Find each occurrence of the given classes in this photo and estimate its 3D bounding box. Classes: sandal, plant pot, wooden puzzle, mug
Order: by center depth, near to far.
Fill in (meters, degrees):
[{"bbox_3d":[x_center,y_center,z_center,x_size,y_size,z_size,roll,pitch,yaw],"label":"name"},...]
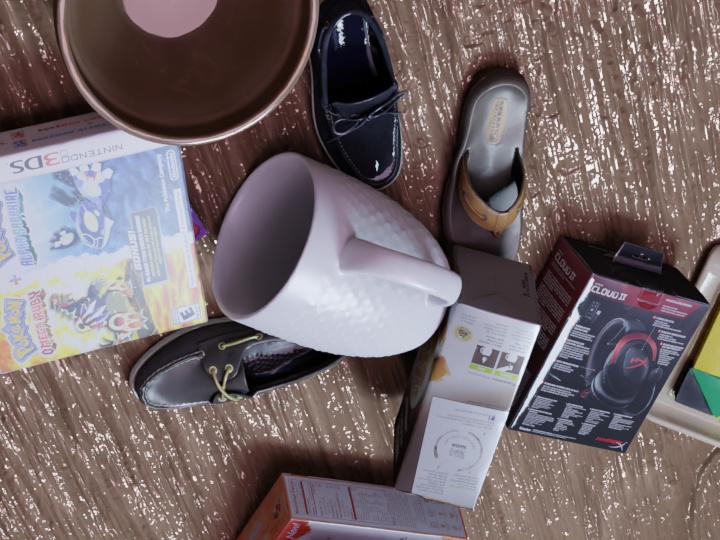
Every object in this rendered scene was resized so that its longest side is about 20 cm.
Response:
[{"bbox_3d":[-0.138,-0.204,1.220,0.199,0.093,0.203,-8,115,-17],"label":"plant pot"},{"bbox_3d":[0.000,0.000,1.347,0.174,0.199,0.149,22,80,-33],"label":"mug"},{"bbox_3d":[0.121,-0.080,1.430,0.081,0.055,0.202,-4,122,-19],"label":"sandal"},{"bbox_3d":[0.400,0.094,1.613,0.183,0.037,0.202,21,113,1],"label":"wooden puzzle"}]

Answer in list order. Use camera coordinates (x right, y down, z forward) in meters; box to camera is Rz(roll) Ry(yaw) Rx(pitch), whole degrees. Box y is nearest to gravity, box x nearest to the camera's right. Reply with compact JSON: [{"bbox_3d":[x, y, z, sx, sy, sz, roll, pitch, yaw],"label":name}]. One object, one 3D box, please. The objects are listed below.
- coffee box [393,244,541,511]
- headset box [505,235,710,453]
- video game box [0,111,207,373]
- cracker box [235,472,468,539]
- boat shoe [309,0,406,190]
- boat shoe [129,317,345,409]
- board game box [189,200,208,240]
[{"bbox_3d":[0.092,0.097,1.447,0.079,0.115,0.202,14,116,-5],"label":"coffee box"},{"bbox_3d":[0.230,0.065,1.551,0.147,0.075,0.201,13,115,-28],"label":"headset box"},{"bbox_3d":[-0.225,-0.027,1.300,0.180,0.047,0.202,-13,124,-10],"label":"video game box"},{"bbox_3d":[-0.013,0.270,1.576,0.198,0.058,0.134,11,133,-26],"label":"cracker box"},{"bbox_3d":[-0.003,-0.145,1.336,0.074,0.062,0.201,-20,127,-10],"label":"boat shoe"},{"bbox_3d":[-0.107,0.081,1.437,0.199,0.061,0.072,-20,126,-9],"label":"boat shoe"},{"bbox_3d":[-0.240,-0.028,1.337,0.199,0.032,0.121,-30,122,-1],"label":"board game box"}]
